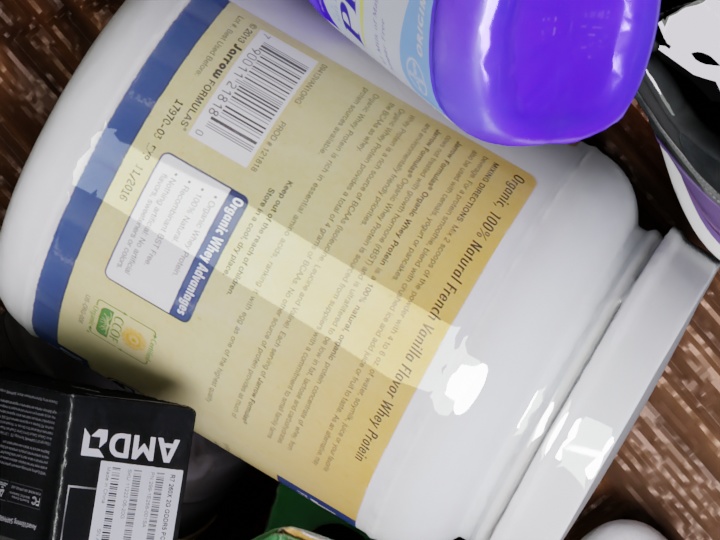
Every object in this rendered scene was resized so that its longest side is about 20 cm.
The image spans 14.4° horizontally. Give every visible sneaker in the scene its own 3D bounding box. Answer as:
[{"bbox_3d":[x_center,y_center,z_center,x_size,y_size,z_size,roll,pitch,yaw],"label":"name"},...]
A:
[{"bbox_3d":[0.093,-0.097,0.859,0.076,0.088,0.200,-32,75,3],"label":"sneaker"}]

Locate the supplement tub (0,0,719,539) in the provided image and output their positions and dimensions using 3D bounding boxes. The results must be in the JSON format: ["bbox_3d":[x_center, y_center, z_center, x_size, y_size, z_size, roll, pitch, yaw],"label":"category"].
[{"bbox_3d":[0.000,0.000,0.910,0.200,0.144,0.145,31,112,7],"label":"supplement tub"}]

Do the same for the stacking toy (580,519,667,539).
[{"bbox_3d":[0.079,0.185,0.965,0.146,0.146,0.201,3,91,16],"label":"stacking toy"}]

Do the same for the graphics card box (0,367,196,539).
[{"bbox_3d":[-0.116,0.131,0.886,0.125,0.051,0.201,6,88,54],"label":"graphics card box"}]

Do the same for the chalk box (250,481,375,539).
[{"bbox_3d":[-0.021,0.166,0.928,0.124,0.201,0.124,26,146,-29],"label":"chalk box"}]

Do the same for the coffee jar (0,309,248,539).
[{"bbox_3d":[-0.128,0.097,1.009,0.104,0.085,0.200,45,114,8],"label":"coffee jar"}]

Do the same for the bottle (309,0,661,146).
[{"bbox_3d":[0.016,-0.107,0.856,0.065,0.200,0.084,-5,117,-26],"label":"bottle"}]
